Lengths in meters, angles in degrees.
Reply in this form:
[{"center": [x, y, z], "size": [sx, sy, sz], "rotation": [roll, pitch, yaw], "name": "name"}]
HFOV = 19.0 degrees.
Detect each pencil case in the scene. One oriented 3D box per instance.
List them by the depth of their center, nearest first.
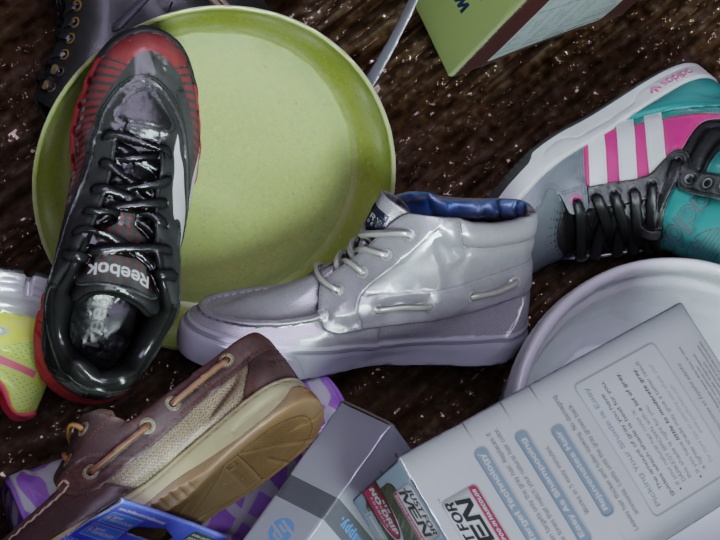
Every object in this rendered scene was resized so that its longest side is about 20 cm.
[{"center": [-0.092, 0.119, 1.150], "size": [0.199, 0.084, 0.086], "rotation": [-18, 101, -15], "name": "pencil case"}]

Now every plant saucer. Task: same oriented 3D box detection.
[{"center": [-0.080, -0.052, 1.174], "size": [0.198, 0.031, 0.202], "rotation": [-5, 115, -11], "name": "plant saucer"}]

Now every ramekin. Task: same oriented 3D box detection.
[{"center": [0.164, 0.102, 1.196], "size": [0.198, 0.105, 0.202], "rotation": [3, 74, -11], "name": "ramekin"}]

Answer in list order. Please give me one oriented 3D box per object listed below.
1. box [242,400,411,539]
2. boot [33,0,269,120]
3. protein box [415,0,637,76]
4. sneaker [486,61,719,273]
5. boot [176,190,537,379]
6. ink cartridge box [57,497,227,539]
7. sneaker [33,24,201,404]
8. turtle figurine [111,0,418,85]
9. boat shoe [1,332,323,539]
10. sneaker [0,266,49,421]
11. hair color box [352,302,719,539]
[{"center": [-0.022, 0.192, 1.112], "size": [0.041, 0.156, 0.200], "rotation": [22, 66, 40], "name": "box"}, {"center": [-0.164, -0.154, 1.203], "size": [0.200, 0.077, 0.139], "rotation": [37, 69, 0], "name": "boot"}, {"center": [0.099, -0.252, 1.216], "size": [0.134, 0.200, 0.200], "rotation": [-22, 81, -26], "name": "protein box"}, {"center": [0.165, -0.030, 1.228], "size": [0.199, 0.084, 0.121], "rotation": [-35, 54, -19], "name": "sneaker"}, {"center": [0.000, 0.000, 1.161], "size": [0.198, 0.074, 0.096], "rotation": [-3, 116, -19], "name": "boot"}, {"center": [-0.158, 0.192, 1.051], "size": [0.200, 0.119, 0.042], "rotation": [-40, 62, 7], "name": "ink cartridge box"}, {"center": [-0.119, -0.024, 1.095], "size": [0.070, 0.098, 0.202], "rotation": [11, 95, -13], "name": "sneaker"}, {"center": [0.000, -0.191, 1.142], "size": [0.144, 0.194, 0.201], "rotation": [36, 62, -13], "name": "turtle figurine"}, {"center": [-0.117, 0.102, 1.075], "size": [0.199, 0.072, 0.072], "rotation": [-36, 63, -3], "name": "boat shoe"}, {"center": [-0.255, 0.042, 1.135], "size": [0.198, 0.078, 0.091], "rotation": [3, 82, -10], "name": "sneaker"}, {"center": [0.105, 0.104, 1.067], "size": [0.199, 0.061, 0.099], "rotation": [-25, 78, -34], "name": "hair color box"}]
